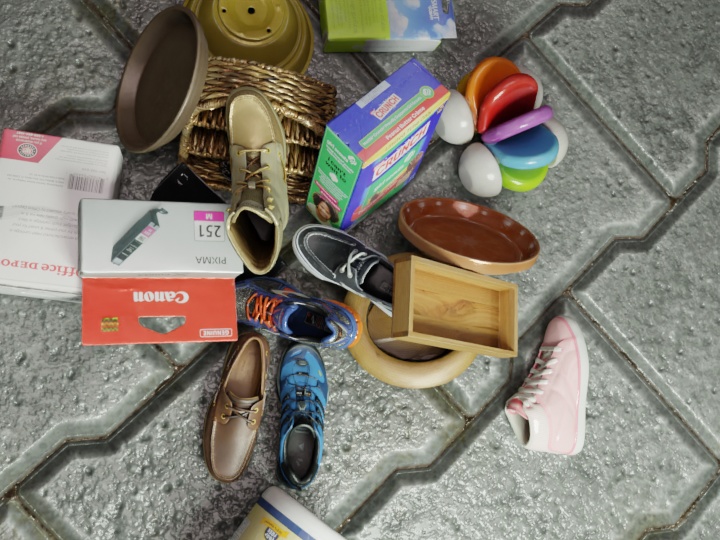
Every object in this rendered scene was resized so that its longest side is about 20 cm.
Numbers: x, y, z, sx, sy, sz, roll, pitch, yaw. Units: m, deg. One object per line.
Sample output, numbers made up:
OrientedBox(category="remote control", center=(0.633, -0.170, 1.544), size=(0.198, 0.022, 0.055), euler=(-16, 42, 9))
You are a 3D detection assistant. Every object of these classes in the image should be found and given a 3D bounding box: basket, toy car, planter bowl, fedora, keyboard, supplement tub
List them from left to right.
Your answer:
OrientedBox(category="keyboard", center=(-0.177, -0.069, 1.055), size=(0.127, 0.021, 0.200), euler=(-43, 103, 6))
OrientedBox(category="planter bowl", center=(-0.158, -0.352, 1.105), size=(0.200, 0.083, 0.201), euler=(2, 79, -13))
OrientedBox(category="basket", center=(-0.137, -0.185, 1.047), size=(0.199, 0.143, 0.149), euler=(11, 79, -13))
OrientedBox(category="supplement tub", center=(-0.113, 0.385, 0.952), size=(0.144, 0.144, 0.200), euler=(38, 74, -4))
OrientedBox(category="fedora", center=(0.073, 0.071, 1.083), size=(0.200, 0.082, 0.201), euler=(1, 81, -4))
OrientedBox(category="toy car", center=(0.217, -0.215, 1.133), size=(0.175, 0.150, 0.200), euler=(-25, 86, -16))

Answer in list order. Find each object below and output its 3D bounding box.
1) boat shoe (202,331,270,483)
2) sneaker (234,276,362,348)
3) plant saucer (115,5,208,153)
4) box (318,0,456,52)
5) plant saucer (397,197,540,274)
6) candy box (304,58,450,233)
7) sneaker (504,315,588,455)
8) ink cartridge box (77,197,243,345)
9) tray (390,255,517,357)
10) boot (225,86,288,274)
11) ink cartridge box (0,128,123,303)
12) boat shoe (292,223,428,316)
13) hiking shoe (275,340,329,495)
OrientedBox(category="boat shoe", center=(-0.161, 0.176, 1.017), size=(0.072, 0.068, 0.201), euler=(13, 78, -10))
OrientedBox(category="sneaker", center=(-0.098, 0.054, 1.021), size=(0.199, 0.078, 0.076), euler=(11, 93, 15))
OrientedBox(category="plant saucer", center=(-0.260, -0.248, 1.023), size=(0.029, 0.200, 0.201), euler=(17, 74, -44))
OrientedBox(category="box", center=(0.039, -0.396, 1.177), size=(0.199, 0.048, 0.122), euler=(-4, 82, -14))
OrientedBox(category="plant saucer", center=(0.148, -0.046, 1.083), size=(0.200, 0.200, 0.032), euler=(7, 118, -12))
OrientedBox(category="candy box", center=(0.019, -0.155, 1.033), size=(0.077, 0.200, 0.169), euler=(43, 64, 12))
OrientedBox(category="sneaker", center=(0.263, 0.162, 1.113), size=(0.104, 0.075, 0.201), euler=(4, 83, -18))
OrientedBox(category="ink cartridge box", center=(-0.247, 0.002, 0.972), size=(0.199, 0.044, 0.174), euler=(0, 78, -24))
OrientedBox(category="tray", center=(0.124, 0.051, 0.998), size=(0.200, 0.037, 0.099), euler=(14, 72, -39))
OrientedBox(category="boot", center=(-0.130, -0.111, 0.945), size=(0.073, 0.156, 0.201), euler=(-4, 114, 1))
OrientedBox(category="ink cartridge box", center=(-0.393, -0.064, 0.999), size=(0.145, 0.085, 0.201), euler=(8, 77, -12))
OrientedBox(category="boat shoe", center=(0.000, 0.000, 1.012), size=(0.200, 0.068, 0.072), euler=(35, 79, 2))
OrientedBox(category="hiking shoe", center=(-0.071, 0.189, 1.026), size=(0.074, 0.087, 0.201), euler=(1, 80, -13))
